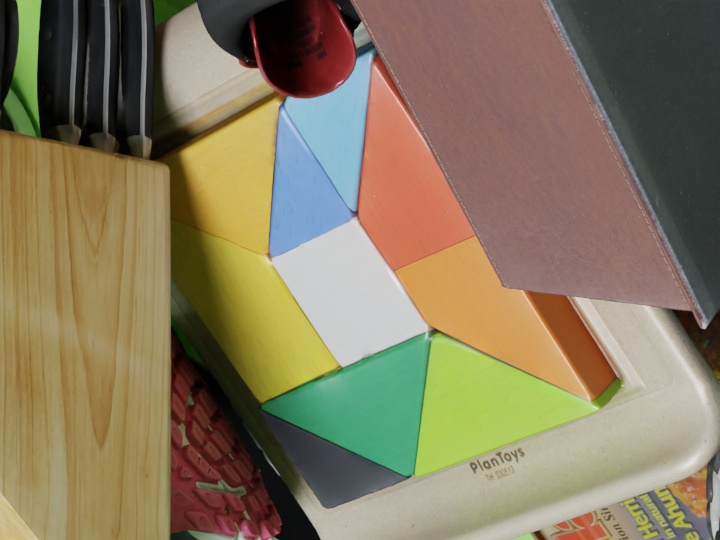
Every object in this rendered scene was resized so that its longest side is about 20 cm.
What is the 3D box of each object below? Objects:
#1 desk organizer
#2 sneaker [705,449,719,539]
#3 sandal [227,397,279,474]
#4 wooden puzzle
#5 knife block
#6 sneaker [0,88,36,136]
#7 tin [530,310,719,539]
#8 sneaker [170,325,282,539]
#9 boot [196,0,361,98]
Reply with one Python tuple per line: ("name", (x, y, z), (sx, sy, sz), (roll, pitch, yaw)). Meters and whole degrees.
("desk organizer", (0.045, -0.085, 0.773), (0.077, 0.072, 0.200), (7, 136, 45))
("sneaker", (0.156, 0.040, 0.857), (0.085, 0.077, 0.200), (1, 149, -3))
("sandal", (-0.038, -0.010, 1.018), (0.079, 0.059, 0.207), (-18, 103, 57))
("wooden puzzle", (0.000, 0.000, 0.917), (0.185, 0.037, 0.200), (-25, 98, 44))
("knife block", (-0.094, -0.001, 0.911), (0.200, 0.176, 0.064), (53, 144, -12))
("sneaker", (-0.194, -0.086, 1.028), (0.073, 0.112, 0.200), (-29, 104, 24))
("tin", (0.105, 0.060, 0.962), (0.112, 0.042, 0.200), (-27, 109, 23))
("sneaker", (-0.080, 0.067, 1.008), (0.081, 0.075, 0.200), (59, 176, -9))
("boot", (-0.044, -0.118, 0.870), (0.200, 0.072, 0.145), (-177, 69, -81))
